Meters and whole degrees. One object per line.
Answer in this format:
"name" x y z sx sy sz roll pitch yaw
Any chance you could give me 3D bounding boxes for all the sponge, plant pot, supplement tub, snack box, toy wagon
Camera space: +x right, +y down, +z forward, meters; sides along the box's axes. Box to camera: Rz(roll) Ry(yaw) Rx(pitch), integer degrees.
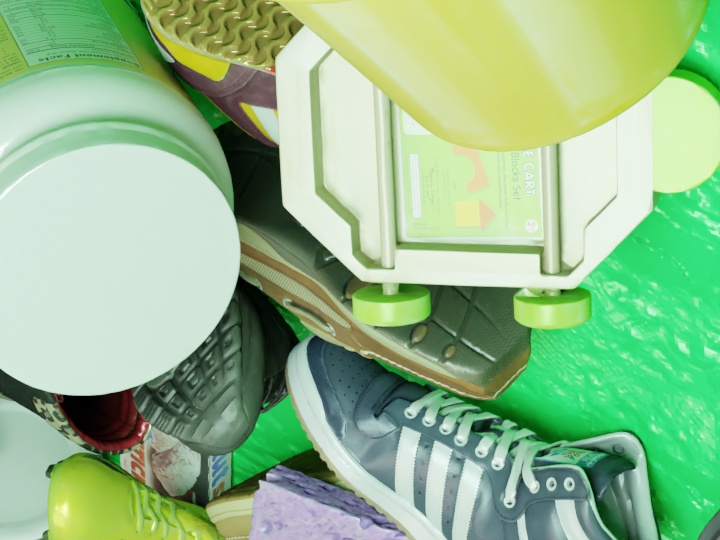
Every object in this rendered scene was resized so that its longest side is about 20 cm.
"sponge" -0.011 0.207 1.285 0.112 0.030 0.200 17 114 19
"plant pot" 0.033 -0.147 0.862 0.201 0.201 0.189 15 154 40
"supplement tub" -0.223 0.177 1.596 0.123 0.123 0.200 34 148 18
"supplement tub" -0.141 -0.046 1.135 0.200 0.145 0.145 -124 12 -54
"snack box" -0.108 0.086 1.446 0.072 0.024 0.200 34 148 21
"toy wagon" 0.065 -0.055 1.005 0.200 0.040 0.155 1 105 14

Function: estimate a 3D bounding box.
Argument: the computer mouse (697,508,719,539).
"computer mouse" 0.212 0.101 1.068 0.138 0.053 0.200 37 137 10

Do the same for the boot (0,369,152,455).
"boot" -0.202 0.012 1.399 0.154 0.073 0.204 25 152 52

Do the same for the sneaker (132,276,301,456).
"sneaker" -0.063 0.040 1.243 0.091 0.076 0.200 39 -166 -21

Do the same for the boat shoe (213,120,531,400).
"boat shoe" 0.000 0.000 1.182 0.200 0.076 0.074 36 154 30

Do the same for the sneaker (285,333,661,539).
"sneaker" 0.059 0.087 1.188 0.200 0.070 0.109 49 124 7

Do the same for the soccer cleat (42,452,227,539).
"soccer cleat" -0.113 0.145 1.398 0.084 0.065 0.200 0 161 20

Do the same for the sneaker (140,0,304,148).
"sneaker" -0.005 -0.078 1.101 0.200 0.075 0.090 35 169 11

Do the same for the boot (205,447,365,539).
"boot" 0.007 0.170 1.340 0.200 0.073 0.156 -15 101 49
